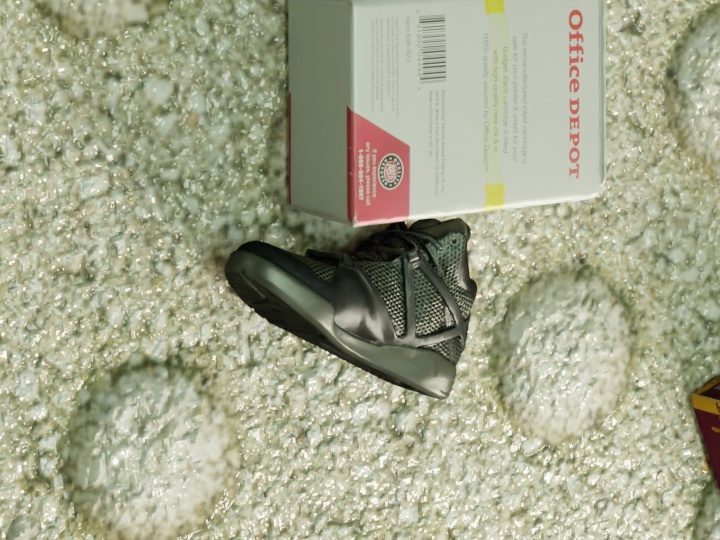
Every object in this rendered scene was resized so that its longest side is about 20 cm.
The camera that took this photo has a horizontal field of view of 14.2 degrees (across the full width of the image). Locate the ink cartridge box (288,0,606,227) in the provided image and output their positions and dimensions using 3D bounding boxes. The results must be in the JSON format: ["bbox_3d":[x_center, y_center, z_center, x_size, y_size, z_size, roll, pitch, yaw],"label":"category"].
[{"bbox_3d":[0.057,-0.113,1.893,0.200,0.083,0.146,-6,101,-32],"label":"ink cartridge box"}]

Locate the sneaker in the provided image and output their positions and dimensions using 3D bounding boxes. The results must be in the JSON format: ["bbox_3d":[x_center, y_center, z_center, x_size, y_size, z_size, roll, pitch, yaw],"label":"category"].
[{"bbox_3d":[0.000,0.000,1.882,0.199,0.076,0.114,26,81,-36],"label":"sneaker"}]

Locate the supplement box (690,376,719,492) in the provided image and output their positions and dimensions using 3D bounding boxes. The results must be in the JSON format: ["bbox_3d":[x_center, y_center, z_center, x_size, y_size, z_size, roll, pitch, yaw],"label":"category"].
[{"bbox_3d":[0.331,0.158,2.111,0.110,0.086,0.200,-30,113,-26],"label":"supplement box"}]
